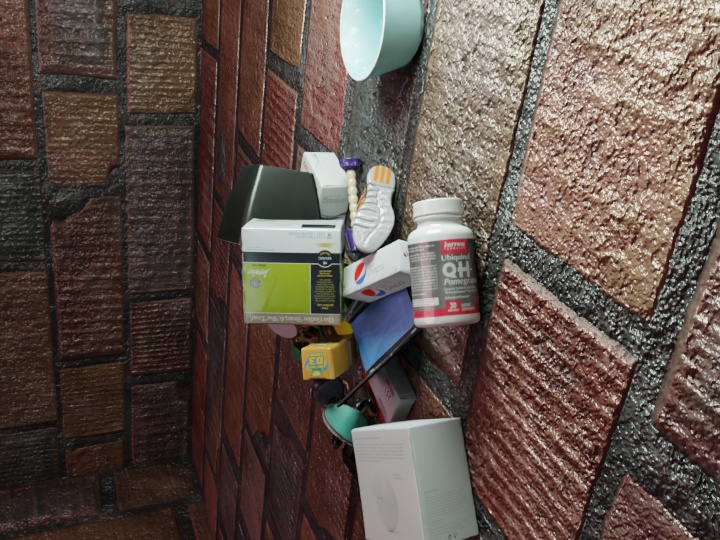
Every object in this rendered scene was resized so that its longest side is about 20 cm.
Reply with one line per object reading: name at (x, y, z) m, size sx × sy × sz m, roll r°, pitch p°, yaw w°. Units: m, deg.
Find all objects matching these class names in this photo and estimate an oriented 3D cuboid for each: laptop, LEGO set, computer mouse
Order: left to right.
LEGO set at (-0.090, 0.141, 1.741) m, size 0.199 × 0.115 × 0.156 m, roll -20°, pitch 94°, yaw 53°
computer mouse at (-0.002, 0.363, 1.539) m, size 0.046 × 0.141 × 0.201 m, roll 11°, pitch 143°, yaw 37°
laptop at (0.019, 0.133, 1.386) m, size 0.116 × 0.200 × 0.188 m, roll 47°, pitch 126°, yaw 7°

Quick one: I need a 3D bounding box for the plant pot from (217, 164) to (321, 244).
plant pot at (-0.198, -0.143, 1.622) m, size 0.199 × 0.197 × 0.180 m, roll 15°, pitch 97°, yaw 64°

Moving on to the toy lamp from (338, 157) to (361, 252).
toy lamp at (-0.013, -0.141, 1.551) m, size 0.058 × 0.057 × 0.203 m, roll 165°, pitch 103°, yaw -66°

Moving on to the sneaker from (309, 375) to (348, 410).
sneaker at (-0.048, 0.286, 1.518) m, size 0.088 × 0.074 × 0.201 m, roll 52°, pitch 172°, yaw 28°

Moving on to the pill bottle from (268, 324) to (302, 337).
pill bottle at (-0.142, 0.056, 1.648) m, size 0.201 × 0.103 × 0.105 m, roll -65°, pitch 2°, yaw -39°

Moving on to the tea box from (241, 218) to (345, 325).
tea box at (-0.132, 0.001, 1.451) m, size 0.134 × 0.197 × 0.200 m, roll -81°, pitch -8°, yaw -78°

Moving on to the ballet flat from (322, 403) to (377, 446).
ballet flat at (0.011, 0.335, 1.432) m, size 0.075 × 0.198 × 0.074 m, roll -59°, pitch -9°, yaw -16°

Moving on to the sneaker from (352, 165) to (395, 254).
sneaker at (0.025, -0.100, 1.418) m, size 0.112 × 0.077 × 0.202 m, roll 111°, pitch 176°, yaw -59°

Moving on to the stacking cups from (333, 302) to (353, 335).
stacking cups at (-0.076, 0.057, 1.607) m, size 0.201 × 0.060 × 0.060 m, roll 58°, pitch 157°, yaw -8°

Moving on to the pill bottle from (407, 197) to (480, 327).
pill bottle at (0.133, -0.012, 1.157) m, size 0.110 × 0.109 × 0.203 m, roll 170°, pitch 95°, yaw -66°

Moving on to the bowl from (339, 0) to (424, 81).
bowl at (0.046, -0.451, 1.301) m, size 0.200 × 0.104 × 0.204 m, roll 175°, pitch 90°, yaw -67°

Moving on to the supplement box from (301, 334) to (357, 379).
supplement box at (-0.061, 0.177, 1.466) m, size 0.200 × 0.066 × 0.070 m, roll -19°, pitch -74°, yaw -77°

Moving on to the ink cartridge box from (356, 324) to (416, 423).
ink cartridge box at (0.041, 0.242, 1.497) m, size 0.201 × 0.043 × 0.175 m, roll -115°, pitch 33°, yaw -41°

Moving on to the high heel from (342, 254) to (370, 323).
high heel at (0.000, 0.000, 1.558) m, size 0.143 × 0.071 × 0.202 m, roll -50°, pitch 37°, yaw 34°

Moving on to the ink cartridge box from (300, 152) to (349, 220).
ink cartridge box at (-0.095, -0.161, 1.699) m, size 0.145 × 0.083 × 0.202 m, roll -118°, pitch 32°, yaw -42°

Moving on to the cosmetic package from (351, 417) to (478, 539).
cosmetic package at (0.093, 0.374, 1.272) m, size 0.199 × 0.122 × 0.203 m, roll -21°, pitch 75°, yaw 57°

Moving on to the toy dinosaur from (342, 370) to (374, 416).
toy dinosaur at (0.002, 0.279, 1.592) m, size 0.101 × 0.058 × 0.202 m, roll 34°, pitch 135°, yaw 47°

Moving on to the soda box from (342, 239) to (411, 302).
soda box at (0.043, 0.005, 1.368) m, size 0.199 × 0.067 × 0.065 m, roll -27°, pitch 56°, yaw 54°
